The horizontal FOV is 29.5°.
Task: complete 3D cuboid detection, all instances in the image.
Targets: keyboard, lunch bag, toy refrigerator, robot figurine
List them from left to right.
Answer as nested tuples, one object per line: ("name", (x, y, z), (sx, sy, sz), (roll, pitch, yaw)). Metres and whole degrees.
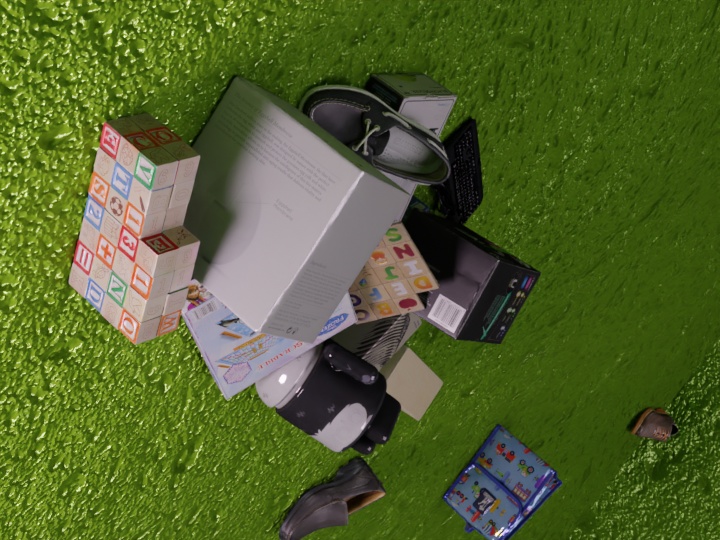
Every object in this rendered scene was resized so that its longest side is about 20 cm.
("robot figurine", (-0.044, 0.158, 1.812), (0.151, 0.199, 0.125), (-53, -168, 11))
("toy refrigerator", (0.056, 0.161, 2.102), (0.076, 0.070, 0.200), (-56, 154, -6))
("keyboard", (0.145, -0.119, 1.932), (0.104, 0.040, 0.200), (-44, 151, -17))
("lunch bag", (0.268, 0.431, 2.658), (0.200, 0.150, 0.094), (-48, 152, -7))

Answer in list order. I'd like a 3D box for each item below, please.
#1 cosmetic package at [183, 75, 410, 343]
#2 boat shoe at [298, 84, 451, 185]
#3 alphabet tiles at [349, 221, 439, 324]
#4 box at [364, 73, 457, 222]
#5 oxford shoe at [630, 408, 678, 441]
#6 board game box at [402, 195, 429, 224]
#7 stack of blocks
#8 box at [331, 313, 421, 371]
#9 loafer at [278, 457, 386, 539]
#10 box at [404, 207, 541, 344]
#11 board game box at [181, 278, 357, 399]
("cosmetic package", (-0.091, -0.063, 1.461), (0.201, 0.199, 0.123), (-56, 152, 10))
("boat shoe", (0.022, -0.156, 1.586), (0.199, 0.060, 0.076), (16, 116, -27))
("alphabet tiles", (0.000, 0.000, 1.729), (0.165, 0.006, 0.200), (-13, 138, 19))
("box", (0.031, -0.144, 1.703), (0.116, 0.060, 0.201), (-12, 133, -51))
("oxford shoe", (0.742, 0.391, 3.422), (0.199, 0.073, 0.072), (-5, 128, -54))
("board game box", (0.006, -0.005, 1.859), (0.200, 0.034, 0.136), (-31, 147, -34))
("stack of blocks", (-0.221, -0.042, 1.380), (0.058, 0.115, 0.201), (-20, 138, -46))
("box", (-0.006, 0.114, 1.947), (0.200, 0.068, 0.082), (-48, 154, -9))
("loafer", (-0.045, 0.382, 2.204), (0.200, 0.072, 0.073), (-35, 149, -28))
("box", (0.135, 0.012, 1.874), (0.125, 0.148, 0.200), (-61, 158, 8))
("board game box", (-0.112, 0.045, 1.670), (0.199, 0.041, 0.200), (-30, 144, -11))
